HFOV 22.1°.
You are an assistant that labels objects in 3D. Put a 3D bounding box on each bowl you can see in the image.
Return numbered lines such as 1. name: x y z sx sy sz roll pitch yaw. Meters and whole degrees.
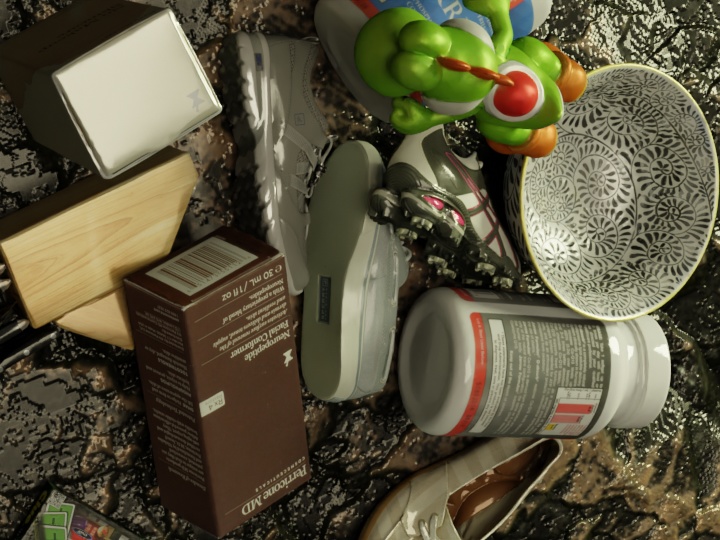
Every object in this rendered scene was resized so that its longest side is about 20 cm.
1. bowl: 0.181 -0.065 1.469 0.199 0.094 0.203 -5 99 -31

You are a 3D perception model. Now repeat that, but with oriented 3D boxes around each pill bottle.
1. pill bottle: 0.073 -0.208 1.390 0.199 0.112 0.113 -36 112 -14
2. pill bottle: 0.139 0.076 1.470 0.199 0.116 0.117 4 98 -25

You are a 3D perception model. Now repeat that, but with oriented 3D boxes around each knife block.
1. knife block: -0.229 -0.018 1.314 0.175 0.064 0.201 21 91 -27

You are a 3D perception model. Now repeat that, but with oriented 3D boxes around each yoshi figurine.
1. yoshi figurine: 0.068 -0.143 1.304 0.199 0.111 0.113 13 58 -54

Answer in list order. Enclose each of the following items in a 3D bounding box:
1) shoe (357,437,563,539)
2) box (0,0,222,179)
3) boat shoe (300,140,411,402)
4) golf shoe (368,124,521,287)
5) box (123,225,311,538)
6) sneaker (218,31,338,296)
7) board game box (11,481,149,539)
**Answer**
1. shoe: 0.081 0.187 1.499 0.199 0.053 0.070 -36 112 -14
2. box: -0.176 -0.128 1.242 0.095 0.200 0.078 -32 111 -15
3. boat shoe: 0.001 0.001 1.428 0.071 0.070 0.203 -1 100 -42
4. golf shoe: 0.080 -0.045 1.415 0.200 0.077 0.089 41 61 -57
5. box: -0.102 0.082 1.348 0.100 0.075 0.201 -31 129 -35
6. sneaker: -0.050 -0.080 1.377 0.081 0.075 0.202 -10 103 -21
7. board game box: -0.184 0.253 1.410 0.199 0.023 0.105 34 87 -26
